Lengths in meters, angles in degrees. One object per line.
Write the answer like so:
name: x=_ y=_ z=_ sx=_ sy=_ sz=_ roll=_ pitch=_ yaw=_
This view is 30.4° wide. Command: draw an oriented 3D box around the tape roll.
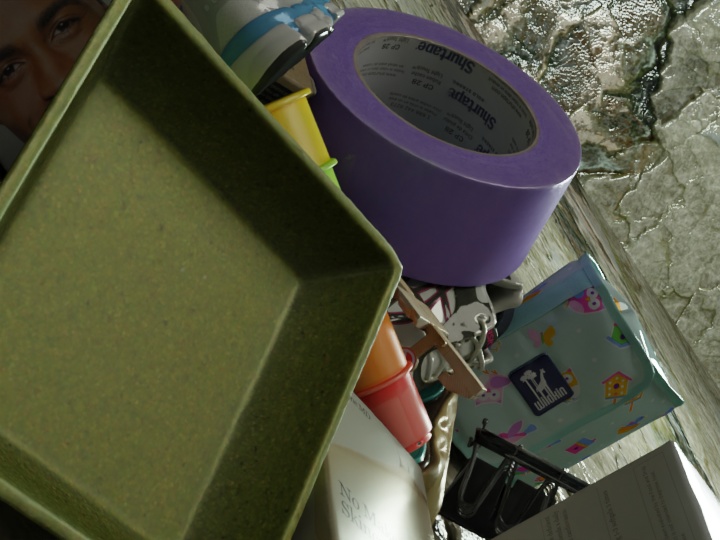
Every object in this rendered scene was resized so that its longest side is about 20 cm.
tape roll: x=0.042 y=-0.087 z=0.893 sx=0.199 sy=0.085 sz=0.200 roll=19 pitch=34 yaw=-13

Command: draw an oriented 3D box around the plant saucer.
plant saucer: x=-0.085 y=0.021 z=0.542 sx=0.200 sy=0.048 sz=0.201 roll=47 pitch=55 yaw=-37

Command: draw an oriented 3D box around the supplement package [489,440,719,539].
supplement package: x=0.105 y=0.200 z=0.644 sx=0.117 sy=0.199 sz=0.117 roll=50 pitch=17 yaw=-26

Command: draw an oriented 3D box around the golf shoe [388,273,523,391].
golf shoe: x=0.041 y=0.040 z=0.851 sx=0.200 sy=0.088 sz=0.078 roll=-55 pitch=156 yaw=-49

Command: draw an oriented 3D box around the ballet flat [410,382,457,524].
ballet flat: x=0.030 y=0.111 z=0.869 sx=0.200 sy=0.068 sz=0.063 roll=-65 pitch=146 yaw=-67

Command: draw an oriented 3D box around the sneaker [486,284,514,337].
sneaker: x=0.082 y=-0.021 z=1.002 sx=0.082 sy=0.070 sz=0.201 roll=37 pitch=29 yaw=-47

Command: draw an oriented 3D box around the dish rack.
dish rack: x=0.122 y=0.155 z=0.824 sx=0.153 sy=0.055 sz=0.200 roll=26 pitch=-12 yaw=9

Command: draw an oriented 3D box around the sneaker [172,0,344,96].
sneaker: x=-0.060 y=-0.139 z=0.672 sx=0.087 sy=0.075 sz=0.200 roll=50 pitch=3 yaw=-9

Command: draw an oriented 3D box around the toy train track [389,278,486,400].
toy train track: x=0.000 y=0.000 z=0.780 sx=0.200 sy=0.032 sz=0.115 roll=53 pitch=5 yaw=13

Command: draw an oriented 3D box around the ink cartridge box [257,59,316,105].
ink cartridge box: x=-0.125 y=-0.190 z=0.833 sx=0.164 sy=0.075 sz=0.201 roll=27 pitch=35 yaw=-40

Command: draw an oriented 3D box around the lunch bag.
lunch bag: x=0.146 y=0.081 z=1.053 sx=0.200 sy=0.170 sz=0.122 roll=42 pitch=21 yaw=-58

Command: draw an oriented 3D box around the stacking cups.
stacking cups: x=-0.014 y=0.004 z=0.715 sx=0.061 sy=0.060 sz=0.201 roll=-60 pitch=127 yaw=-73

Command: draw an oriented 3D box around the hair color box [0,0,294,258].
hair color box: x=-0.123 y=-0.076 z=0.641 sx=0.200 sy=0.101 sz=0.061 roll=55 pitch=13 yaw=-10

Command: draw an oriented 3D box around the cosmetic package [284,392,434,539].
cosmetic package: x=-0.013 y=0.149 z=0.614 sx=0.104 sy=0.073 sz=0.200 roll=48 pitch=19 yaw=-32
